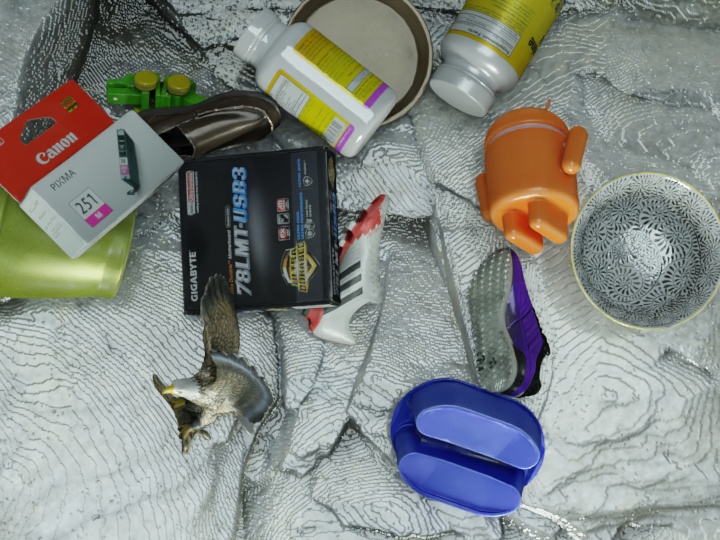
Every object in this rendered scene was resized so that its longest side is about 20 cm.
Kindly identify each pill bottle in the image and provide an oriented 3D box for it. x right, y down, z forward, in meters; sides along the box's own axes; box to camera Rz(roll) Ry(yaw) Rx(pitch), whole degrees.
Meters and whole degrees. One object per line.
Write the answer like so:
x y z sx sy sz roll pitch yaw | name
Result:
-0.059 -0.240 1.714 0.200 0.104 0.104 38 82 0 | pill bottle
0.175 -0.304 1.764 0.112 0.112 0.200 31 83 -1 | pill bottle

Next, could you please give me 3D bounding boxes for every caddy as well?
0.135 0.218 1.712 0.200 0.105 0.142 20 105 -3 | caddy

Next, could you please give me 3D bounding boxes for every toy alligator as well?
-0.281 -0.232 1.751 0.200 0.059 0.054 6 44 -4 | toy alligator

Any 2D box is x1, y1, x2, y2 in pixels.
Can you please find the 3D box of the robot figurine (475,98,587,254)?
0.217 -0.123 1.730 0.116 0.144 0.200 3 59 -8 | robot figurine

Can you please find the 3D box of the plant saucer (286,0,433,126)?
-0.005 -0.280 1.789 0.200 0.029 0.200 1 83 -4 | plant saucer

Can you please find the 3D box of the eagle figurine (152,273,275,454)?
-0.171 0.126 1.644 0.152 0.151 0.200 37 119 1 | eagle figurine

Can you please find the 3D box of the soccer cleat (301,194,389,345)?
0.000 0.000 1.743 0.085 0.069 0.200 28 86 -7 | soccer cleat

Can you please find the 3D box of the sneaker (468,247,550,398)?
0.198 0.072 1.753 0.099 0.070 0.200 21 60 -36 | sneaker

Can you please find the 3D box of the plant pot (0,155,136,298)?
-0.379 -0.047 1.664 0.193 0.200 0.201 13 83 -15 | plant pot

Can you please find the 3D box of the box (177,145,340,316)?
-0.128 -0.047 1.717 0.198 0.050 0.200 -4 83 13 | box

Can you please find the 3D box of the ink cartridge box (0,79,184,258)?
-0.331 -0.133 1.612 0.174 0.044 0.200 46 45 -4 | ink cartridge box

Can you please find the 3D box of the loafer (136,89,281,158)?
-0.196 -0.170 1.720 0.200 0.073 0.071 -11 43 12 | loafer

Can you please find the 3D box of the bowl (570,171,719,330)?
0.358 -0.020 1.757 0.200 0.094 0.201 1 83 -5 | bowl
